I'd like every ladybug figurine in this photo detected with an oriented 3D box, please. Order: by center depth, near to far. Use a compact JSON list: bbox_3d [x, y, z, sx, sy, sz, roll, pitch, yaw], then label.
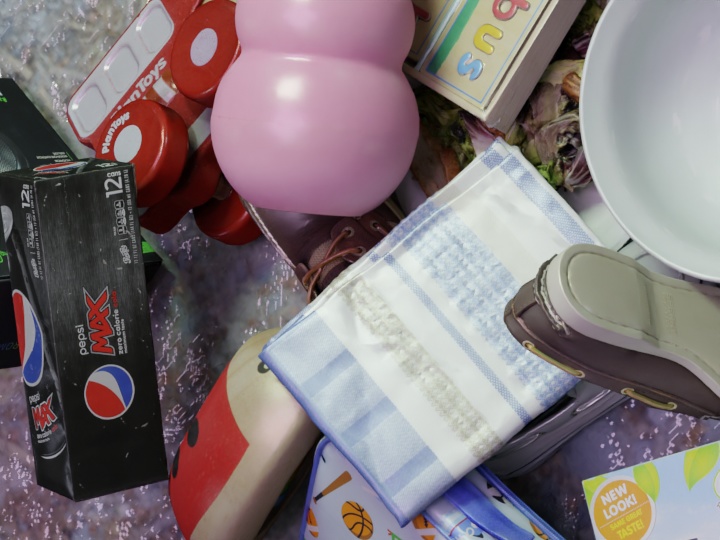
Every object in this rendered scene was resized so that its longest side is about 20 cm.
[{"bbox_3d":[-0.065,0.105,1.616,0.072,0.136,0.200,34,131,5],"label":"ladybug figurine"}]

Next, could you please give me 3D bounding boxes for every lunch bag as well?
[{"bbox_3d":[0.054,0.175,1.551,0.200,0.075,0.161,41,142,23],"label":"lunch bag"}]

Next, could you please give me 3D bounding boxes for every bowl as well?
[{"bbox_3d":[0.230,-0.092,1.480,0.200,0.090,0.203,-1,88,31],"label":"bowl"}]

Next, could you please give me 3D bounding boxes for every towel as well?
[{"bbox_3d":[0.056,0.034,1.518,0.200,0.024,0.147,-40,68,-5],"label":"towel"}]

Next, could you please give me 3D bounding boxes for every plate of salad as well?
[{"bbox_3d":[0.095,-0.090,1.587,0.199,0.048,0.202,-2,87,32],"label":"plate of salad"}]

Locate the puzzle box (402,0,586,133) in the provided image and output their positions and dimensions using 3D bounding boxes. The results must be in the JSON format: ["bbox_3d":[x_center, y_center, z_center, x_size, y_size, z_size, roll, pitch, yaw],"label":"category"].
[{"bbox_3d":[0.088,-0.196,1.574,0.133,0.025,0.201,33,95,38],"label":"puzzle box"}]

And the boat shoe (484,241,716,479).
[{"bbox_3d":[0.130,0.054,1.549,0.074,0.067,0.200,48,111,23],"label":"boat shoe"}]

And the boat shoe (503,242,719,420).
[{"bbox_3d":[0.171,0.045,1.469,0.059,0.199,0.072,-36,43,43],"label":"boat shoe"}]

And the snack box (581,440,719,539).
[{"bbox_3d":[0.233,0.165,1.383,0.199,0.068,0.170,-18,79,28],"label":"snack box"}]

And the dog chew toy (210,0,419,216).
[{"bbox_3d":[-0.023,-0.135,1.543,0.124,0.124,0.202,8,95,31],"label":"dog chew toy"}]

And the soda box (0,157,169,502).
[{"bbox_3d":[-0.170,0.035,1.610,0.063,0.070,0.201,11,109,60],"label":"soda box"}]

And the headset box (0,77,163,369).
[{"bbox_3d":[-0.253,-0.026,1.719,0.200,0.174,0.093,50,120,24],"label":"headset box"}]

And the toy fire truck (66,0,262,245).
[{"bbox_3d":[-0.103,-0.126,1.684,0.200,0.112,0.168,-50,47,19],"label":"toy fire truck"}]

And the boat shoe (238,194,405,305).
[{"bbox_3d":[0.000,0.000,1.598,0.200,0.072,0.072,44,110,6],"label":"boat shoe"}]
